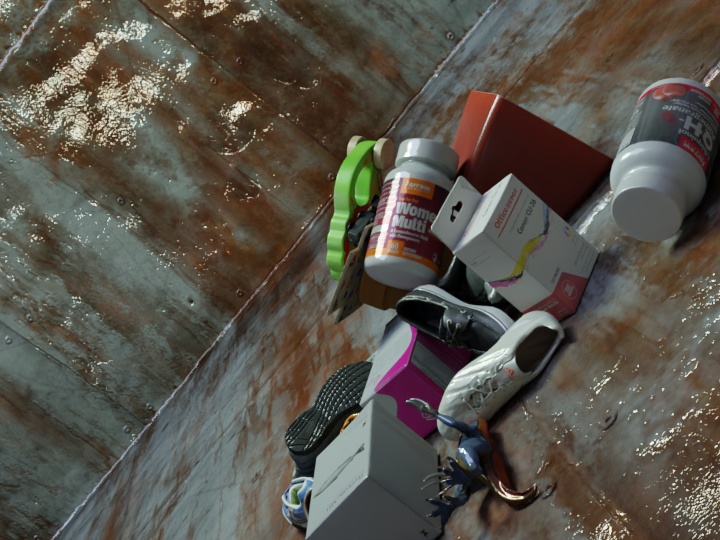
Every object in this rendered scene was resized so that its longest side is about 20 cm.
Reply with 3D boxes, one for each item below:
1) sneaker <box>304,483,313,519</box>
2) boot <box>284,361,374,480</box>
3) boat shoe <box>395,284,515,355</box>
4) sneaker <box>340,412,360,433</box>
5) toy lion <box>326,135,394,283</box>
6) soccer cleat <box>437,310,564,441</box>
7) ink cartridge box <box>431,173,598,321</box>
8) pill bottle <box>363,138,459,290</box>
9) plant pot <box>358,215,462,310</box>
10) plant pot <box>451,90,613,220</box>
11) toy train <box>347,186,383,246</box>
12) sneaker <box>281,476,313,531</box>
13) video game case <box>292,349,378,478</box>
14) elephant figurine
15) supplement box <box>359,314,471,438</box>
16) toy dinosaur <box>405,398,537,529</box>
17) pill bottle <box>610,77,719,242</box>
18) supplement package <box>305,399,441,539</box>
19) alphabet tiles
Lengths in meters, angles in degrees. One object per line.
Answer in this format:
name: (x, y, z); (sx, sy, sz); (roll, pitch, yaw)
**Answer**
sneaker: (-0.034, 0.290, 1.605); (0.073, 0.085, 0.200); (-23, 33, 12)
boot: (-0.038, 0.235, 1.854); (0.200, 0.070, 0.132); (-39, -32, -21)
boat shoe: (0.124, 0.072, 1.595); (0.066, 0.070, 0.200); (-20, 35, -36)
sneaker: (0.004, 0.238, 1.732); (0.078, 0.077, 0.200); (-58, 11, -22)
toy lion: (-0.002, -0.081, 1.882); (0.068, 0.201, 0.192); (9, 42, 26)
soccer cleat: (0.168, 0.129, 1.469); (0.200, 0.069, 0.078); (-48, 14, 0)
ink cartridge box: (0.196, -0.036, 1.529); (0.067, 0.200, 0.117); (-37, 17, 49)
pill bottle: (0.078, -0.081, 1.736); (0.109, 0.109, 0.201); (-26, 47, 65)
plant pot: (0.103, -0.015, 1.872); (0.201, 0.139, 0.200); (-61, -12, -24)
plant pot: (0.228, -0.144, 1.816); (0.177, 0.199, 0.200); (-61, 10, 6)
toy train: (0.041, -0.105, 1.859); (0.200, 0.034, 0.046); (-50, -28, -34)
sneaker: (-0.076, 0.331, 1.754); (0.076, 0.077, 0.200); (-57, 11, -23)
video game case: (-0.032, 0.239, 2.013); (0.200, 0.022, 0.182); (-46, 12, 22)
elephant figurine: (0.179, 0.014, 1.696); (0.154, 0.142, 0.200); (-7, -25, -29)
supplement box: (0.083, 0.133, 1.691); (0.101, 0.103, 0.200); (-43, 12, 31)
toy dinosaur: (0.133, 0.222, 1.373); (0.181, 0.199, 0.106); (-29, -51, -57)
pill bottle: (0.357, -0.128, 1.420); (0.111, 0.111, 0.200); (-38, 17, 47)
supplement package: (0.018, 0.271, 1.471); (0.117, 0.117, 0.200); (-47, 12, 16)
alphabet tiles: (0.000, 0.000, 1.805); (0.168, 0.008, 0.200); (-69, -12, 17)
